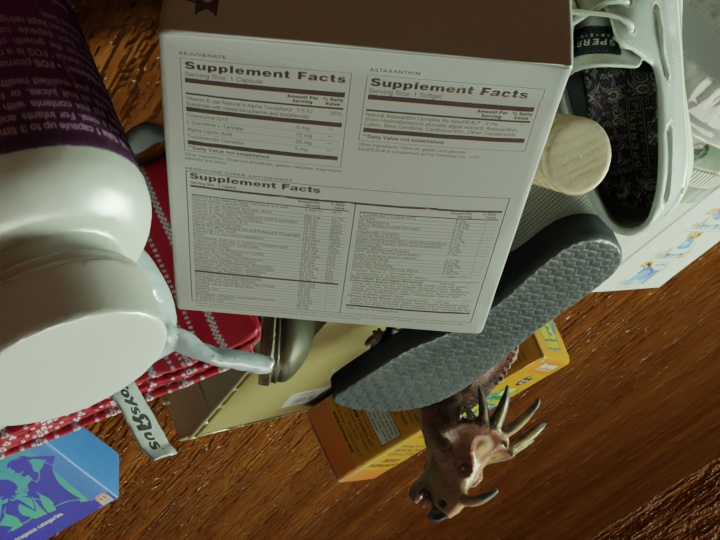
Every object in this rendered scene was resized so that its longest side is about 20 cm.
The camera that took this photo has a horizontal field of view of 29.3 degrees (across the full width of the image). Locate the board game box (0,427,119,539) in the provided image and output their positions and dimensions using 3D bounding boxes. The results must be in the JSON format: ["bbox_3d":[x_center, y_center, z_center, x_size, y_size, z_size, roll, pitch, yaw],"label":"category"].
[{"bbox_3d":[-0.281,0.120,0.913,0.151,0.045,0.200,-31,128,16],"label":"board game box"}]

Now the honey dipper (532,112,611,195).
[{"bbox_3d":[0.071,-0.074,0.742,0.038,0.038,0.200,-19,-162,-14],"label":"honey dipper"}]

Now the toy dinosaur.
[{"bbox_3d":[0.078,0.057,0.941,0.085,0.135,0.202,2,110,-40],"label":"toy dinosaur"}]

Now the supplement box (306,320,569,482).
[{"bbox_3d":[0.059,0.090,1.068,0.199,0.069,0.066,-36,160,21],"label":"supplement box"}]

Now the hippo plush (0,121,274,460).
[{"bbox_3d":[-0.167,-0.004,0.690,0.159,0.200,0.161,-40,158,-23],"label":"hippo plush"}]

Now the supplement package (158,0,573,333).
[{"bbox_3d":[-0.002,-0.090,0.599,0.149,0.153,0.201,5,149,-3],"label":"supplement package"}]

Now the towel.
[{"bbox_3d":[-0.170,0.021,0.786,0.198,0.145,0.023,-21,154,-11],"label":"towel"}]

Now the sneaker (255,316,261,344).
[{"bbox_3d":[-0.143,0.038,0.883,0.199,0.083,0.074,-15,180,41],"label":"sneaker"}]

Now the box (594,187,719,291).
[{"bbox_3d":[0.244,-0.084,1.053,0.101,0.113,0.200,-2,150,-44],"label":"box"}]

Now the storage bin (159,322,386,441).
[{"bbox_3d":[-0.037,0.038,1.059,0.199,0.094,0.199,-10,156,-37],"label":"storage bin"}]

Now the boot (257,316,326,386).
[{"bbox_3d":[0.000,0.000,0.848,0.096,0.201,0.075,15,135,4],"label":"boot"}]

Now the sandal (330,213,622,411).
[{"bbox_3d":[0.067,0.026,0.829,0.199,0.043,0.076,-34,144,19],"label":"sandal"}]

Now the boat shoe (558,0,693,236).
[{"bbox_3d":[0.128,-0.114,0.692,0.069,0.203,0.072,-7,-160,24],"label":"boat shoe"}]

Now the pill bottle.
[{"bbox_3d":[-0.150,-0.045,0.557,0.111,0.201,0.113,-22,156,-10],"label":"pill bottle"}]

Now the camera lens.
[{"bbox_3d":[0.144,-0.095,0.838,0.159,0.161,0.200,-5,152,-43],"label":"camera lens"}]
